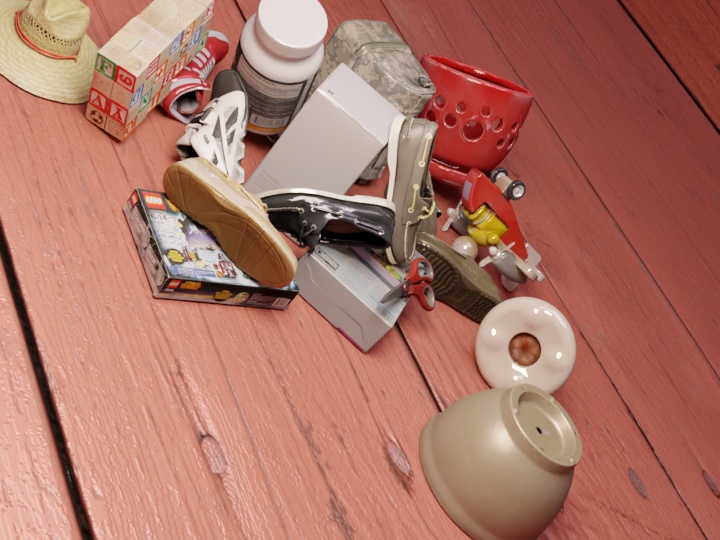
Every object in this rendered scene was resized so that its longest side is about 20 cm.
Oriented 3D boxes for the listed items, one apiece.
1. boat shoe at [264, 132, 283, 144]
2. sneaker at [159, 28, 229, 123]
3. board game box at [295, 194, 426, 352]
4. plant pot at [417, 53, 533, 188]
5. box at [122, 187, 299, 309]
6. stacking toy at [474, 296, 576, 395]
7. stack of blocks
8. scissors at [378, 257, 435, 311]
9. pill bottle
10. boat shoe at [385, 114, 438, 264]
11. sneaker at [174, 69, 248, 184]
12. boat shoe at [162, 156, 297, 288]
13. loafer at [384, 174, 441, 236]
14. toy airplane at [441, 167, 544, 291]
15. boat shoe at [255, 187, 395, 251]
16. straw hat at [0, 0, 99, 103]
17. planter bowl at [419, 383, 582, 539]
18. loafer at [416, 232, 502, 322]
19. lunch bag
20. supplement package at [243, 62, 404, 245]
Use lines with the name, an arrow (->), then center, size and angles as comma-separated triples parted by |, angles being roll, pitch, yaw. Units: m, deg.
boat shoe -> -0.113, -0.213, 1.591 | 0.200, 0.068, 0.072 | 47, 60, 7
sneaker -> -0.231, -0.273, 1.524 | 0.113, 0.072, 0.199 | 46, 38, 12
board game box -> 0.000, 0.000, 1.471 | 0.147, 0.064, 0.200 | 43, 32, -3
plant pot -> 0.167, -0.242, 1.799 | 0.197, 0.185, 0.201 | 19, 15, -5
box -> -0.179, -0.025, 1.316 | 0.198, 0.040, 0.138 | 7, 45, -44
stacking toy -> 0.255, 0.110, 1.606 | 0.147, 0.146, 0.200 | 49, 13, 10
stack of blocks -> -0.266, -0.274, 1.385 | 0.058, 0.116, 0.201 | 31, 49, 2
scissors -> 0.059, 0.015, 1.429 | 0.199, 0.014, 0.075 | 9, 74, -64
pill bottle -> -0.114, -0.282, 1.468 | 0.114, 0.200, 0.118 | 8, 62, -15
boat shoe -> 0.068, -0.101, 1.431 | 0.059, 0.205, 0.072 | 8, 23, 14
sneaker -> -0.197, -0.180, 1.414 | 0.087, 0.074, 0.204 | 11, 64, -27
boat shoe -> -0.144, -0.066, 1.296 | 0.200, 0.074, 0.069 | 44, 37, 2
loafer -> 0.085, -0.098, 1.691 | 0.069, 0.075, 0.202 | 39, 34, -28
toy airplane -> 0.209, -0.046, 1.718 | 0.201, 0.140, 0.200 | 61, -8, 13
boat shoe -> -0.050, -0.056, 1.366 | 0.196, 0.075, 0.067 | 5, 63, -16
straw hat -> -0.390, -0.313, 1.376 | 0.199, 0.085, 0.203 | 30, 33, -22
planter bowl -> 0.190, 0.226, 1.349 | 0.198, 0.135, 0.202 | 29, 33, -21
loafer -> 0.132, 0.005, 1.614 | 0.199, 0.076, 0.068 | 39, 29, -27
lunch bag -> 0.011, -0.258, 1.669 | 0.138, 0.201, 0.169 | -8, 54, -49
supplement package -> -0.053, -0.157, 1.465 | 0.117, 0.200, 0.117 | 39, 32, -4
